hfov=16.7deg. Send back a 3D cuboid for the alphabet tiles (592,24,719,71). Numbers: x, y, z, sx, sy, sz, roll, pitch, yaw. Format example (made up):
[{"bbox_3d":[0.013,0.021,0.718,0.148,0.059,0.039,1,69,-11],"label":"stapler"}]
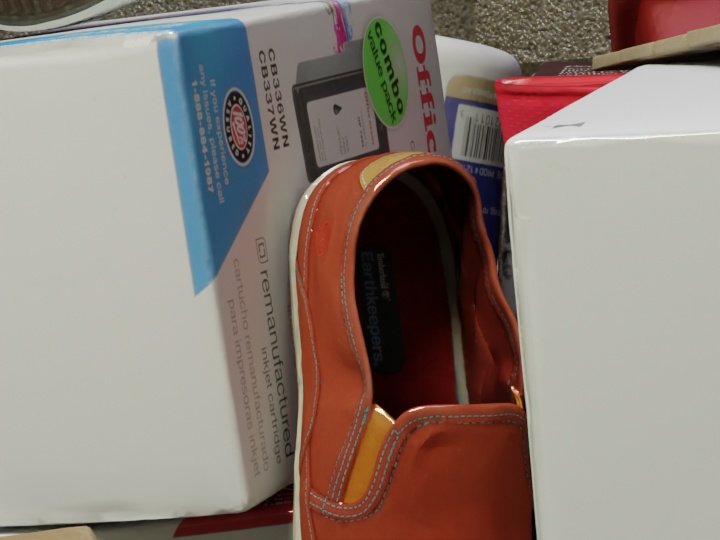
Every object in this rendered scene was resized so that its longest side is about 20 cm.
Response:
[{"bbox_3d":[0.181,-0.074,0.771,0.167,0.008,0.200,-2,0,-12],"label":"alphabet tiles"}]

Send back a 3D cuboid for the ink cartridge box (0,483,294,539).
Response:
[{"bbox_3d":[-0.047,0.101,0.845,0.144,0.084,0.200,-7,9,1],"label":"ink cartridge box"}]

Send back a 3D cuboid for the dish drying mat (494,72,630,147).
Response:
[{"bbox_3d":[0.100,0.027,0.855,0.077,0.201,0.018,1,26,34],"label":"dish drying mat"}]

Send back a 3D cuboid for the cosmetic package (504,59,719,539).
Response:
[{"bbox_3d":[0.126,0.044,0.707,0.122,0.201,0.199,-4,9,17],"label":"cosmetic package"}]

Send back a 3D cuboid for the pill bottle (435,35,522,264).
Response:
[{"bbox_3d":[0.000,0.000,1.042,0.115,0.201,0.116,9,1,0],"label":"pill bottle"}]

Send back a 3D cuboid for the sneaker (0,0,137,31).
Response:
[{"bbox_3d":[-0.125,-0.119,0.848,0.199,0.073,0.085,-6,10,33],"label":"sneaker"}]

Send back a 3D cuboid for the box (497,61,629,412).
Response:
[{"bbox_3d":[0.145,0.003,1.029,0.164,0.167,0.200,2,9,7],"label":"box"}]

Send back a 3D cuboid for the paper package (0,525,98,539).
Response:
[{"bbox_3d":[-0.132,0.142,0.577,0.190,0.104,0.200,-7,8,-13],"label":"paper package"}]

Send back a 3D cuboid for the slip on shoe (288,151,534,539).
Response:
[{"bbox_3d":[0.020,0.058,0.712,0.074,0.201,0.061,-1,-16,-24],"label":"slip on shoe"}]

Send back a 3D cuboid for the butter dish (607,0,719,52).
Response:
[{"bbox_3d":[0.331,-0.168,2.211,0.199,0.148,0.200,-6,-33,6],"label":"butter dish"}]

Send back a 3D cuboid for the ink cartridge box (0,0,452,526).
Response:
[{"bbox_3d":[-0.068,-0.011,0.823,0.146,0.147,0.200,-5,9,24],"label":"ink cartridge box"}]
